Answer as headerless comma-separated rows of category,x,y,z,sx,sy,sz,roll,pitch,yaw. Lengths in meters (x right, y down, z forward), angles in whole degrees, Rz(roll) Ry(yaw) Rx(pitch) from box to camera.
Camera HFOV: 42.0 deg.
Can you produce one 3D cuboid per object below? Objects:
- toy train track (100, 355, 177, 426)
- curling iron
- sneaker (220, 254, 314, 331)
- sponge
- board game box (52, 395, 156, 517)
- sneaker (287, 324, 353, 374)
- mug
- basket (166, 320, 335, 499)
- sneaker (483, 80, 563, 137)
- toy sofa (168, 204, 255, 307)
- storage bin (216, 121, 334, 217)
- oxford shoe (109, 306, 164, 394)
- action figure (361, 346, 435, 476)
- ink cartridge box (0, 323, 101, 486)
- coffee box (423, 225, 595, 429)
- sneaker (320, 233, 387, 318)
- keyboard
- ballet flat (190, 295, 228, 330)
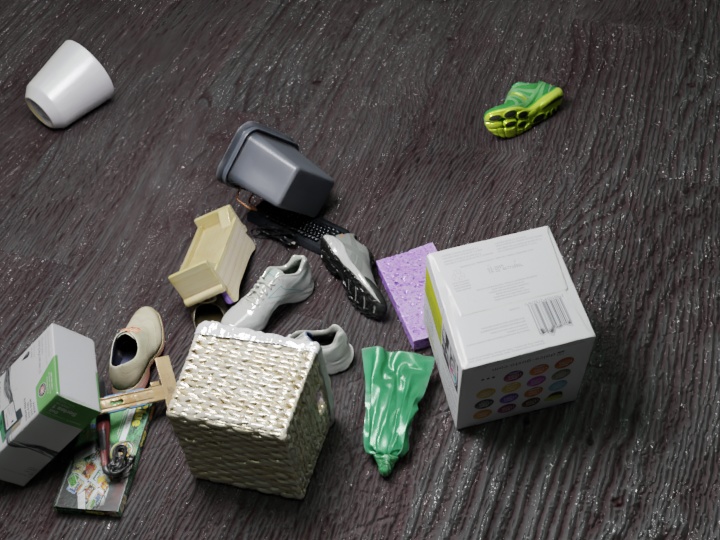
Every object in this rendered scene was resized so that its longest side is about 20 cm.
toy train track,-0.341,0.202,1.472,0.198,0.033,0.116,-10,68,-25
curling iron,-0.388,0.241,1.452,0.049,0.026,0.201,-1,38,-26
sneaker,-0.162,0.038,1.594,0.070,0.081,0.200,32,53,30
sponge,0.108,0.041,1.603,0.110,0.030,0.201,-16,48,-8
board game box,-0.390,0.281,1.443,0.103,0.024,0.201,1,47,9
sneaker,-0.110,0.135,1.503,0.198,0.088,0.075,-20,49,-10
mug,-0.644,-0.384,2.044,0.149,0.187,0.153,41,67,-1
basket,-0.158,0.205,1.367,0.197,0.199,0.162,10,51,15
sneaker,0.319,-0.330,1.899,0.199,0.075,0.084,-25,51,-28
toy sofa,-0.258,-0.018,1.654,0.082,0.098,0.201,-21,30,19
storage bin,-0.149,-0.164,1.712,0.134,0.200,0.147,34,100,23
oxford shoe,-0.369,0.118,1.551,0.070,0.074,0.201,-5,38,2
action figure,0.046,0.218,1.429,0.117,0.055,0.202,4,55,9
ink cartridge box,-0.488,0.204,1.416,0.200,0.084,0.147,-42,43,18
coffee box,0.214,0.089,1.414,0.197,0.199,0.202,-12,56,-6
sneaker,0.000,0.000,1.628,0.079,0.075,0.201,-17,48,-20
keyboard,-0.125,-0.087,1.745,0.198,0.040,0.104,24,53,27
ballet flat,-0.253,0.103,1.577,0.066,0.047,0.201,-9,47,-3
